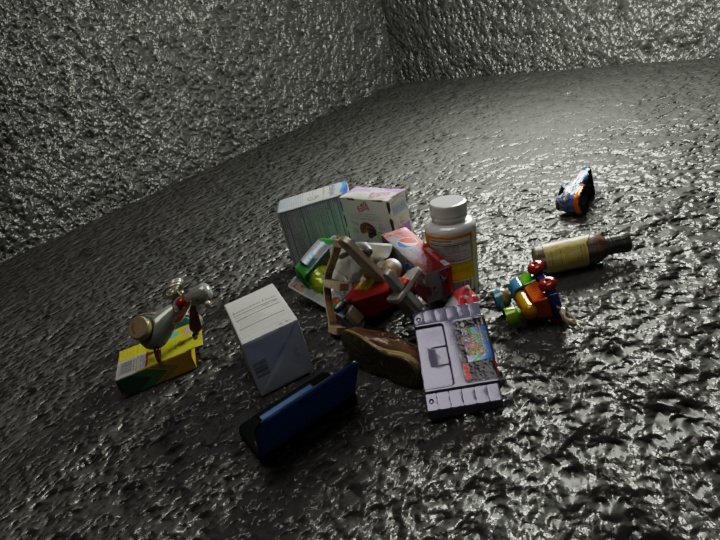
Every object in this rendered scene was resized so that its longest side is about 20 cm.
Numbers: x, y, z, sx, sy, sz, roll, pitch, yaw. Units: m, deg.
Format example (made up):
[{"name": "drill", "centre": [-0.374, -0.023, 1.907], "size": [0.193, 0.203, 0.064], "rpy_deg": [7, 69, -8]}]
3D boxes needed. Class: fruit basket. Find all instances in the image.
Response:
[{"name": "fruit basket", "centre": [-0.055, 0.002, 1.387], "size": [0.197, 0.095, 0.186], "rpy_deg": [21, 62, 42]}]

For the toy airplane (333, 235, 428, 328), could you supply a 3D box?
[{"name": "toy airplane", "centre": [0.049, 0.027, 1.121], "size": [0.194, 0.204, 0.143], "rpy_deg": [16, 48, 19]}]

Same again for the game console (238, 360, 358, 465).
[{"name": "game console", "centre": [-0.109, 0.215, 0.987], "size": [0.197, 0.121, 0.169], "rpy_deg": [-28, 28, -25]}]

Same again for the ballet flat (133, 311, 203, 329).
[{"name": "ballet flat", "centre": [-0.474, 0.134, 1.458], "size": [0.194, 0.070, 0.067], "rpy_deg": [0, 10, 21]}]

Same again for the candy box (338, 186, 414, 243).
[{"name": "candy box", "centre": [0.048, -0.092, 1.408], "size": [0.165, 0.205, 0.071], "rpy_deg": [12, 36, 45]}]

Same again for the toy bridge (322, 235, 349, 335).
[{"name": "toy bridge", "centre": [-0.053, 0.029, 1.241], "size": [0.027, 0.207, 0.066], "rpy_deg": [-1, 8, -38]}]

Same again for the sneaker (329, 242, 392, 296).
[{"name": "sneaker", "centre": [0.000, 0.000, 1.251], "size": [0.072, 0.120, 0.198], "rpy_deg": [2, -3, -34]}]

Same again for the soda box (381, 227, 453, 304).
[{"name": "soda box", "centre": [0.113, -0.015, 1.199], "size": [0.062, 0.072, 0.200], "rpy_deg": [-19, 32, -15]}]

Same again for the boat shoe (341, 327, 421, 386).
[{"name": "boat shoe", "centre": [0.047, 0.150, 1.086], "size": [0.197, 0.074, 0.067], "rpy_deg": [18, 35, 40]}]

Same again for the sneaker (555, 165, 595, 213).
[{"name": "sneaker", "centre": [0.545, -0.209, 1.491], "size": [0.077, 0.077, 0.200], "rpy_deg": [-2, 27, 35]}]

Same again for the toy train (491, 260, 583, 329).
[{"name": "toy train", "centre": [0.314, 0.071, 1.068], "size": [0.113, 0.086, 0.201], "rpy_deg": [-24, 24, 9]}]

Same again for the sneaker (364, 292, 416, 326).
[{"name": "sneaker", "centre": [0.061, 0.040, 1.282], "size": [0.197, 0.078, 0.076], "rpy_deg": [-32, 30, -27]}]

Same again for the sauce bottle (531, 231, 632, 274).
[{"name": "sauce bottle", "centre": [0.456, -0.039, 1.214], "size": [0.194, 0.066, 0.065], "rpy_deg": [-12, 25, 7]}]

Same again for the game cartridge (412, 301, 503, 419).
[{"name": "game cartridge", "centre": [0.160, 0.144, 0.983], "size": [0.126, 0.039, 0.204], "rpy_deg": [-13, 46, 8]}]

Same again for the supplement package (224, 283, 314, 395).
[{"name": "supplement package", "centre": [-0.190, 0.135, 1.194], "size": [0.117, 0.124, 0.200], "rpy_deg": [-23, 25, -14]}]

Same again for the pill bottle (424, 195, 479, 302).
[{"name": "pill bottle", "centre": [0.190, -0.046, 1.219], "size": [0.106, 0.206, 0.110], "rpy_deg": [-7, 23, 3]}]

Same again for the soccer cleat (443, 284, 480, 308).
[{"name": "soccer cleat", "centre": [0.173, 0.110, 1.109], "size": [0.076, 0.066, 0.202], "rpy_deg": [-45, 11, 45]}]

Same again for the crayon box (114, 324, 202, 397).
[{"name": "crayon box", "centre": [-0.441, 0.194, 1.314], "size": [0.195, 0.052, 0.127], "rpy_deg": [-22, 26, -9]}]

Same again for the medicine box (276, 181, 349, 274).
[{"name": "medicine box", "centre": [-0.104, -0.113, 1.565], "size": [0.194, 0.187, 0.104], "rpy_deg": [-15, 25, 1]}]

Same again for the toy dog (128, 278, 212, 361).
[{"name": "toy dog", "centre": [-0.401, 0.118, 1.263], "size": [0.199, 0.097, 0.131], "rpy_deg": [-42, -20, 14]}]
